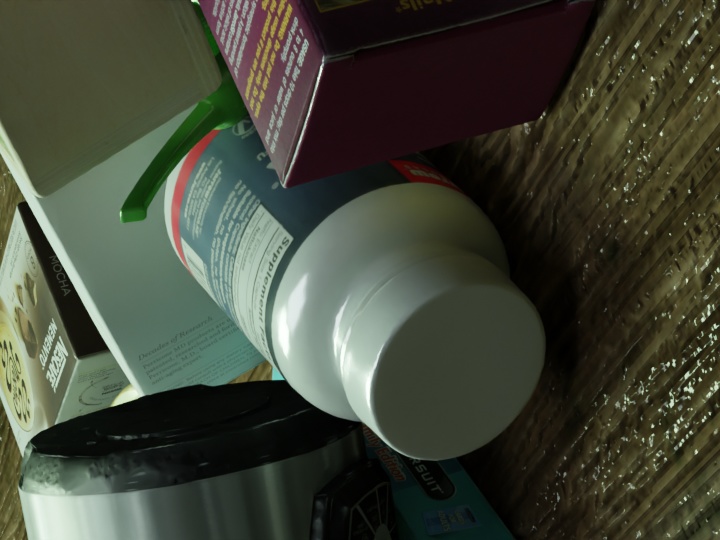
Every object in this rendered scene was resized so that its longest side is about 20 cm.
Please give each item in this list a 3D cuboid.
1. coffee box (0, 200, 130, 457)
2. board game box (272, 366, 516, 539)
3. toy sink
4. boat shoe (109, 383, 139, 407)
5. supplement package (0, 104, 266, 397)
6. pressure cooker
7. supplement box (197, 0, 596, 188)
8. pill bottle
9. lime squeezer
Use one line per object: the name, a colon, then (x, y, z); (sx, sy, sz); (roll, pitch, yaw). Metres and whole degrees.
coffee box: (-0.177, 0.041, 1.899); (0.200, 0.080, 0.113); (118, 134, -60)
board game box: (0.015, 0.141, 1.545); (0.200, 0.047, 0.151); (54, 150, 42)
toy sink: (-0.161, -0.154, 1.323); (0.130, 0.112, 0.200); (49, 167, 39)
boat shoe: (-0.135, 0.131, 1.870); (0.201, 0.071, 0.066); (119, 139, -55)
supplement package: (-0.109, -0.041, 1.549); (0.117, 0.117, 0.200); (56, 173, 40)
pressure cooker: (-0.069, 0.164, 1.464); (0.179, 0.175, 0.201); (-172, 72, -70)
supplement box: (-0.005, -0.156, 1.280); (0.103, 0.130, 0.201); (113, 138, -58)
pill bottle: (0.000, 0.000, 1.388); (0.200, 0.119, 0.120); (45, 144, 50)
lime squeezer: (-0.087, -0.097, 1.411); (0.038, 0.070, 0.200); (68, -173, -48)
